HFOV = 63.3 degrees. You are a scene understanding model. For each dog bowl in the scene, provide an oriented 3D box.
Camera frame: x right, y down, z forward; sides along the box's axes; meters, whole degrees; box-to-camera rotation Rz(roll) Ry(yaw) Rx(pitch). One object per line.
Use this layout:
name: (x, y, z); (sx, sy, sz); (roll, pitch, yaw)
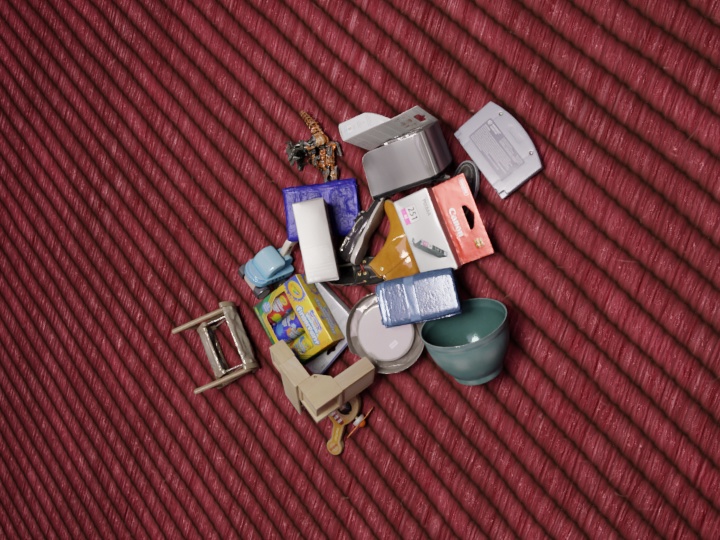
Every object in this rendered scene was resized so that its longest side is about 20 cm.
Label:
dog bowl: (0.065, 0.150, 1.446); (0.198, 0.059, 0.202); (1, 92, 12)

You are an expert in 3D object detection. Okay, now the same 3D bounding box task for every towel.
towel: (0.134, 0.063, 1.353); (0.199, 0.048, 0.113); (-14, 83, 25)
towel: (-0.100, -0.157, 1.513); (0.198, 0.050, 0.149); (-7, 86, 2)

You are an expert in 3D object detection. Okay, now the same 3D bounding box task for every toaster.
toaster: (0.117, -0.257, 1.360); (0.199, 0.181, 0.119); (-15, 106, 26)

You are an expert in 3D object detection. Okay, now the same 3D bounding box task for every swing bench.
swing bench: (-0.395, 0.217, 1.663); (0.199, 0.130, 0.200); (-27, 78, 19)

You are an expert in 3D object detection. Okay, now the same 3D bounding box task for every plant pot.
plant pot: (0.248, 0.171, 1.318); (0.199, 0.200, 0.135); (-10, 113, 26)

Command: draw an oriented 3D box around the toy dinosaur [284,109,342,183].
toy dinosaur: (-0.122, -0.324, 1.557); (0.135, 0.102, 0.201); (-21, 63, 10)

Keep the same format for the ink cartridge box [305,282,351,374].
ink cartridge box: (-0.114, 0.152, 1.567); (0.200, 0.041, 0.200); (47, 110, 18)

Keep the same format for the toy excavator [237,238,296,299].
toy excavator: (-0.214, -0.038, 1.574); (0.100, 0.194, 0.200); (51, 138, 17)

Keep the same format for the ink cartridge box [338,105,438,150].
ink cartridge box: (0.069, -0.356, 1.405); (0.199, 0.160, 0.048); (-20, 83, 25)

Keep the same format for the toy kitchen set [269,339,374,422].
toy kitchen set: (-0.097, 0.259, 1.458); (0.180, 0.164, 0.200); (-31, 60, -23)

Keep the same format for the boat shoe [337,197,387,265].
boat shoe: (0.008, -0.113, 1.468); (0.060, 0.074, 0.201); (24, 86, 19)

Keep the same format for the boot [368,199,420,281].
boot: (0.075, -0.060, 1.428); (0.144, 0.071, 0.202); (-35, 81, -8)

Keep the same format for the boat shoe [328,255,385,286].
boat shoe: (0.000, 0.003, 1.498); (0.200, 0.063, 0.074); (-11, 81, 24)

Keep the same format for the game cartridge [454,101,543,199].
game cartridge: (0.324, -0.283, 1.349); (0.133, 0.041, 0.201); (-39, 74, 25)

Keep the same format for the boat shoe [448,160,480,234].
boat shoe: (0.230, -0.163, 1.384); (0.068, 0.057, 0.202); (20, 99, 25)

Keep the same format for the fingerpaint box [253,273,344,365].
fingerpaint box: (-0.164, 0.136, 1.526); (0.166, 0.073, 0.201); (-35, 77, 23)

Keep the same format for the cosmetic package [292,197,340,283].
cosmetic package: (-0.107, -0.071, 1.442); (0.089, 0.107, 0.202); (-8, 92, 2)

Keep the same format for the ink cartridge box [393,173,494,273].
ink cartridge box: (0.190, -0.098, 1.345); (0.173, 0.043, 0.201); (-22, 89, 30)

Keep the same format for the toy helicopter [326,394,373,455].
toy helicopter: (-0.043, 0.396, 1.528); (0.131, 0.079, 0.202); (16, 108, 16)
